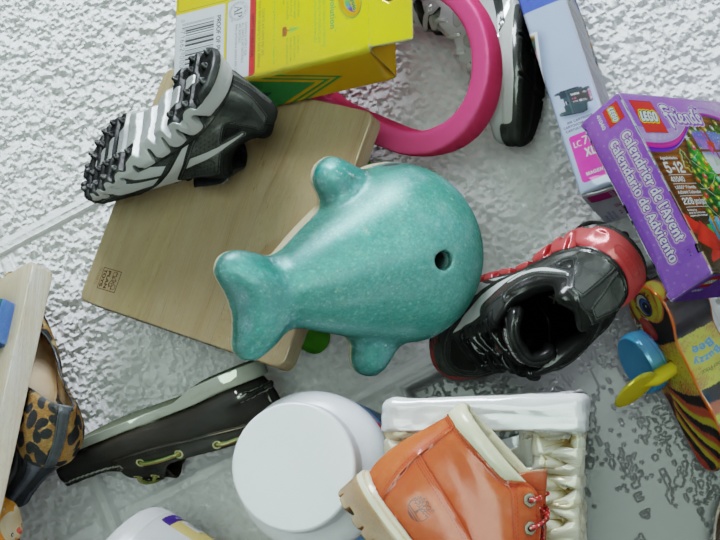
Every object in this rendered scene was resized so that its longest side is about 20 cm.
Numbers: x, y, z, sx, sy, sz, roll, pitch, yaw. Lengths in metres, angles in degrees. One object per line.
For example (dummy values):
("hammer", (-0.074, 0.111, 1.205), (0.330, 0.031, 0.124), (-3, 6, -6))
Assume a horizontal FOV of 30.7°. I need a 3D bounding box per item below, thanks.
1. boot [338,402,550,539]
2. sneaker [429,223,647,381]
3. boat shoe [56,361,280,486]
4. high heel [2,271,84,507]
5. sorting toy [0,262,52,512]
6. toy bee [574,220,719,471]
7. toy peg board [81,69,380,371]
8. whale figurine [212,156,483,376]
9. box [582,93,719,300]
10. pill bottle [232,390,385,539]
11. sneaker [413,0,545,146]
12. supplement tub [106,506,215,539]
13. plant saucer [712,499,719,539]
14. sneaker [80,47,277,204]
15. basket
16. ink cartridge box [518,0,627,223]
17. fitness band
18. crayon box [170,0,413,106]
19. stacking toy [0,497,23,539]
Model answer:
("boot", (0.089, 0.175, 0.780), (0.107, 0.075, 0.200), (-41, 82, 3))
("sneaker", (0.110, 0.039, 0.937), (0.071, 0.098, 0.200), (51, 135, -8))
("boat shoe", (-0.152, 0.132, 1.017), (0.200, 0.072, 0.061), (-25, 90, 18))
("high heel", (-0.248, 0.066, 1.009), (0.071, 0.143, 0.201), (5, 59, -29))
("sorting toy", (-0.330, 0.103, 0.981), (0.198, 0.069, 0.201), (-24, 50, 40))
("toy bee", (0.223, 0.047, 0.940), (0.200, 0.109, 0.131), (40, 72, 5))
("toy peg board", (-0.087, -0.034, 1.041), (0.198, 0.098, 0.201), (15, 81, 29))
("whale figurine", (0.000, 0.000, 0.907), (0.199, 0.103, 0.160), (-18, 104, -31))
("box", (0.253, -0.052, 0.914), (0.039, 0.199, 0.138), (-40, 65, 39))
("pill bottle", (-0.025, 0.143, 0.928), (0.108, 0.200, 0.110), (-2, 80, 10))
("sneaker", (0.081, -0.188, 1.048), (0.114, 0.076, 0.202), (-9, 75, 21))
("supplement tub", (-0.107, 0.280, 0.946), (0.199, 0.145, 0.146), (29, 86, 14))
("plant saucer", (0.352, 0.201, 0.935), (0.198, 0.032, 0.202), (-2, 78, 10))
("sneaker", (-0.135, -0.089, 0.987), (0.200, 0.090, 0.067), (-29, 45, 42))
("basket", (0.094, 0.147, 0.911), (0.134, 0.200, 0.125), (-3, 85, 10))
("ink cartridge box", (0.162, -0.143, 0.988), (0.042, 0.119, 0.202), (-17, 77, 16))
("fitness band", (0.025, -0.170, 1.022), (0.199, 0.037, 0.145), (27, 109, 33))
("crayon box", (-0.044, -0.196, 0.986), (0.199, 0.051, 0.128), (-9, 69, 24))
("stacking toy", (-0.264, 0.257, 0.961), (0.109, 0.116, 0.202), (13, 108, 14))
